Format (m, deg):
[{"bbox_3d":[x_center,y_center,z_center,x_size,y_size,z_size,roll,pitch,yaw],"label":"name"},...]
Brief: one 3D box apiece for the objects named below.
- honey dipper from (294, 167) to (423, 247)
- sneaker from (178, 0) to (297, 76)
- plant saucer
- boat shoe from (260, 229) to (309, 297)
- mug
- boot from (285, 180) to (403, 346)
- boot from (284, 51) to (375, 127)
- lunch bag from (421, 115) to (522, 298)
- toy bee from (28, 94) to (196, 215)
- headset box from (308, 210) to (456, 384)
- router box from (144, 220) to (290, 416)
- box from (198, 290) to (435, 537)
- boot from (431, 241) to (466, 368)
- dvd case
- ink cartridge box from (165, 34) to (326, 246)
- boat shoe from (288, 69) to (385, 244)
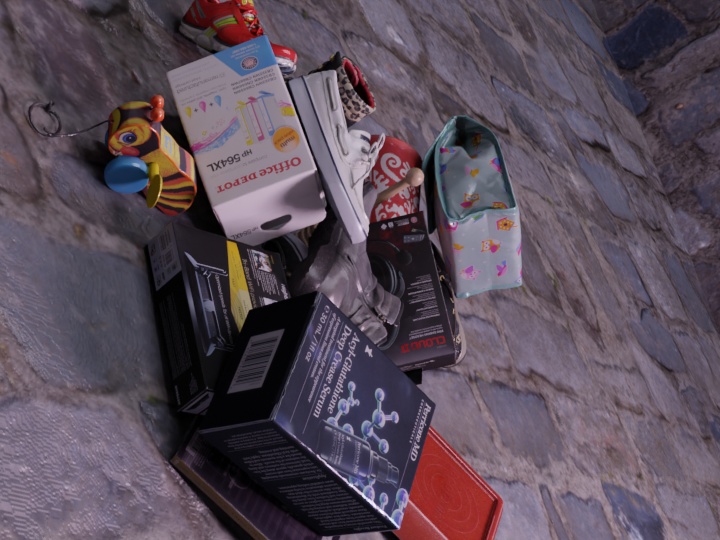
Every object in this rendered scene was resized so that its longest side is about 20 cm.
[{"bbox_3d":[-0.004,-0.074,1.523,0.038,0.199,0.038,41,31,-32],"label":"honey dipper"},{"bbox_3d":[-0.149,-0.300,1.511,0.199,0.086,0.077,29,6,35],"label":"sneaker"},{"bbox_3d":[0.099,0.280,1.504,0.200,0.037,0.200,47,28,-5],"label":"plant saucer"},{"bbox_3d":[-0.089,0.031,1.410,0.070,0.072,0.202,13,44,-38],"label":"boat shoe"},{"bbox_3d":[0.000,-0.064,1.651,0.134,0.175,0.202,87,3,-50],"label":"mug"},{"bbox_3d":[0.000,0.000,1.428,0.131,0.070,0.201,41,52,-15],"label":"boot"},{"bbox_3d":[-0.077,-0.242,1.587,0.073,0.153,0.205,-2,61,-58],"label":"boot"},{"bbox_3d":[0.151,-0.093,1.703,0.171,0.120,0.202,79,-1,-50],"label":"lunch bag"},{"bbox_3d":[-0.227,-0.128,1.276,0.199,0.108,0.132,10,57,-58],"label":"toy bee"},{"bbox_3d":[0.029,0.047,1.488,0.077,0.147,0.203,75,3,-74],"label":"headset box"},{"bbox_3d":[-0.136,0.060,1.287,0.156,0.052,0.202,18,46,-44],"label":"router box"},{"bbox_3d":[-0.037,0.146,1.205,0.200,0.106,0.150,45,48,-32],"label":"box"},{"bbox_3d":[0.083,0.031,1.696,0.154,0.073,0.206,22,49,-70],"label":"boot"},{"bbox_3d":[-0.095,0.213,1.249,0.200,0.016,0.149,44,29,-11],"label":"dvd case"},{"bbox_3d":[-0.124,-0.137,1.402,0.125,0.127,0.202,77,-8,-73],"label":"ink cartridge box"},{"bbox_3d":[-0.010,-0.134,1.375,0.075,0.085,0.204,78,-8,-74],"label":"boat shoe"}]
